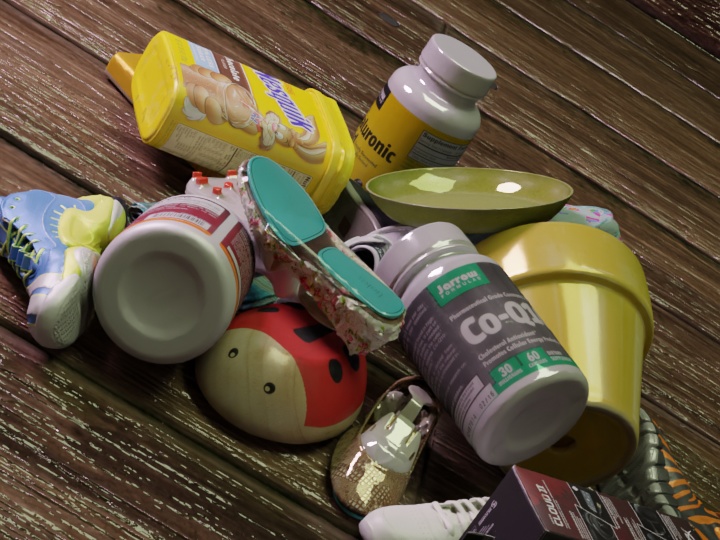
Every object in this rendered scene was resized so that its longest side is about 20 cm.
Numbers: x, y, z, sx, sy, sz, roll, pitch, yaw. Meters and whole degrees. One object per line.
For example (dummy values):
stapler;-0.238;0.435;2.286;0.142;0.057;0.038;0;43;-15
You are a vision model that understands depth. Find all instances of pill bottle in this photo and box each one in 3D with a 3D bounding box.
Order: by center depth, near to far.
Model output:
pill bottle;-0.145;0.000;1.484;0.113;0.113;0.200;33;11;-2
pill bottle;0.098;0.059;1.564;0.113;0.113;0.200;8;36;-46
pill bottle;0.059;-0.148;1.951;0.111;0.200;0.111;28;23;-13

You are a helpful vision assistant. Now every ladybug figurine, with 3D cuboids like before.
ladybug figurine;-0.056;0.077;1.523;0.136;0.072;0.200;39;23;13

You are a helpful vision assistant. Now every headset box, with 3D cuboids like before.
headset box;0.147;0.241;1.377;0.199;0.149;0.077;20;26;-29

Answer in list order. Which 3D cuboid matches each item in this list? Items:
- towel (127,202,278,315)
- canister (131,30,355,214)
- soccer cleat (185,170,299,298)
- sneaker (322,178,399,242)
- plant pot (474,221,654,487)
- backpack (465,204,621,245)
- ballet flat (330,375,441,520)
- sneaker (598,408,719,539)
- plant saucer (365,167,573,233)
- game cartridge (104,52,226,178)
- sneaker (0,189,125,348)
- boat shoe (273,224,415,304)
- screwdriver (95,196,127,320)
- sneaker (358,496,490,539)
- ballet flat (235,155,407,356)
towel;-0.115;-0.020;1.702;0.147;0.022;0.200;43;24;18
canister;-0.118;-0.146;1.796;0.199;0.087;0.149;21;28;-28
soccer cleat;-0.108;-0.037;1.644;0.069;0.078;0.200;-5;21;-27
sneaker;0.025;-0.021;1.819;0.106;0.075;0.200;21;30;-34
plant pot;0.177;0.091;1.681;0.200;0.201;0.189;23;41;-25
backpack;0.163;-0.005;1.833;0.199;0.127;0.167;4;24;12
ballet flat;0.025;0.137;1.522;0.070;0.065;0.200;33;23;-2
sneaker;0.294;0.222;1.721;0.112;0.078;0.201;26;35;-28
plant saucer;0.104;-0.066;1.754;0.199;0.031;0.200;1;14;0
game cartridge;-0.147;-0.152;1.903;0.200;0.033;0.176;45;25;25
sneaker;-0.256;-0.006;1.447;0.104;0.076;0.200;14;25;0
boat shoe;0.000;0.000;1.667;0.199;0.069;0.072;-24;72;-38
screwdriver;-0.216;-0.006;1.544;0.028;0.029;0.200;27;29;-17
sneaker;0.088;0.210;1.450;0.199;0.081;0.077;15;31;-34
ballet flat;-0.045;-0.006;1.519;0.200;0.064;0.075;49;38;17
